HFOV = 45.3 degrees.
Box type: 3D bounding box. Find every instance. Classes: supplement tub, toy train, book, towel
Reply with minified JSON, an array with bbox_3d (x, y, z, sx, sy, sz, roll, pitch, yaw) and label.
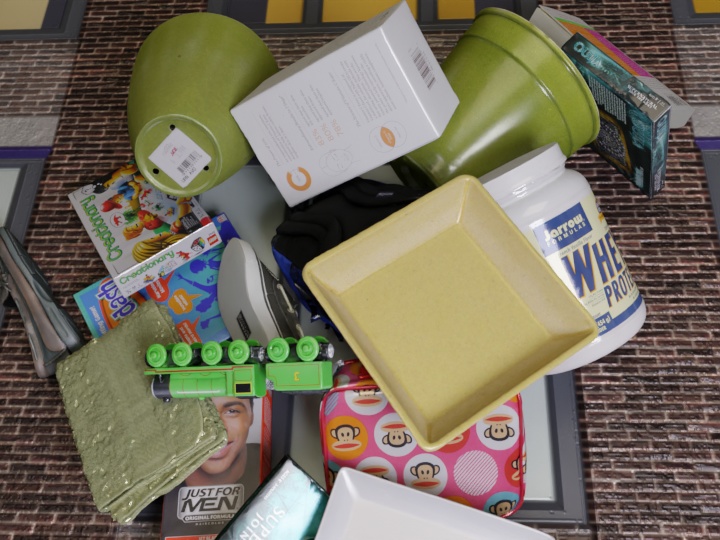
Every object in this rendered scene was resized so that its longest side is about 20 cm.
[{"bbox_3d":[0.188,-0.013,0.882,0.144,0.145,0.202,-28,96,-12],"label":"supplement tub"},{"bbox_3d":[-0.117,0.093,0.814,0.197,0.042,0.057,-5,85,19],"label":"toy train"},{"bbox_3d":[0.312,-0.252,1.080,0.133,0.048,0.200,-10,51,-45],"label":"book"},{"bbox_3d":[-0.226,0.137,0.873,0.147,0.037,0.201,-34,58,-1],"label":"towel"}]

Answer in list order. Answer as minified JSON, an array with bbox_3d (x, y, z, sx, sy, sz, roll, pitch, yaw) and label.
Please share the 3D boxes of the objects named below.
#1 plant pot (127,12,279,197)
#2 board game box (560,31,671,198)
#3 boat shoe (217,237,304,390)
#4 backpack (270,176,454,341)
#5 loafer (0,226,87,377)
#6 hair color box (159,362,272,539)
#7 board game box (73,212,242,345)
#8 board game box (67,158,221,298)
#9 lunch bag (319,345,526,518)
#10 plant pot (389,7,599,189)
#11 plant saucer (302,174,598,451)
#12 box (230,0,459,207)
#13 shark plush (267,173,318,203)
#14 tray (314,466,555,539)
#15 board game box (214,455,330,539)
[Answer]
[{"bbox_3d":[-0.187,-0.171,0.977,0.184,0.189,0.201,-4,31,2],"label":"plant pot"},{"bbox_3d":[0.290,-0.169,0.978,0.028,0.200,0.135,-43,65,0],"label":"board game box"},{"bbox_3d":[-0.102,0.047,0.912,0.063,0.071,0.201,11,39,-35],"label":"boat shoe"},{"bbox_3d":[0.000,0.000,0.925,0.161,0.169,0.199,-32,30,-18],"label":"backpack"},{"bbox_3d":[-0.385,0.034,0.987,0.063,0.072,0.200,-37,66,-10],"label":"loafer"},{"bbox_3d":[-0.143,0.196,0.878,0.100,0.062,0.203,-4,59,3],"label":"hair color box"},{"bbox_3d":[-0.203,0.044,0.980,0.198,0.045,0.153,-31,63,-13],"label":"board game box"},{"bbox_3d":[-0.258,-0.062,1.017,0.125,0.035,0.200,-31,44,-13],"label":"board game box"},{"bbox_3d":[0.058,0.150,0.826,0.197,0.179,0.082,-3,17,5],"label":"lunch bag"},{"bbox_3d":[0.137,-0.160,1.001,0.193,0.201,0.200,-44,65,-7],"label":"plant pot"},{"bbox_3d":[0.077,0.037,0.778,0.198,0.049,0.201,-30,69,-18],"label":"plant saucer"},{"bbox_3d":[-0.016,-0.173,0.914,0.198,0.125,0.098,-21,22,30],"label":"box"},{"bbox_3d":[-0.031,-0.162,1.062,0.199,0.084,0.091,-37,64,-16],"label":"shark plush"},{"bbox_3d":[0.058,0.249,0.737,0.197,0.022,0.108,15,61,14],"label":"tray"},{"bbox_3d":[-0.083,0.290,0.779,0.135,0.028,0.200,42,80,-5],"label":"board game box"}]
